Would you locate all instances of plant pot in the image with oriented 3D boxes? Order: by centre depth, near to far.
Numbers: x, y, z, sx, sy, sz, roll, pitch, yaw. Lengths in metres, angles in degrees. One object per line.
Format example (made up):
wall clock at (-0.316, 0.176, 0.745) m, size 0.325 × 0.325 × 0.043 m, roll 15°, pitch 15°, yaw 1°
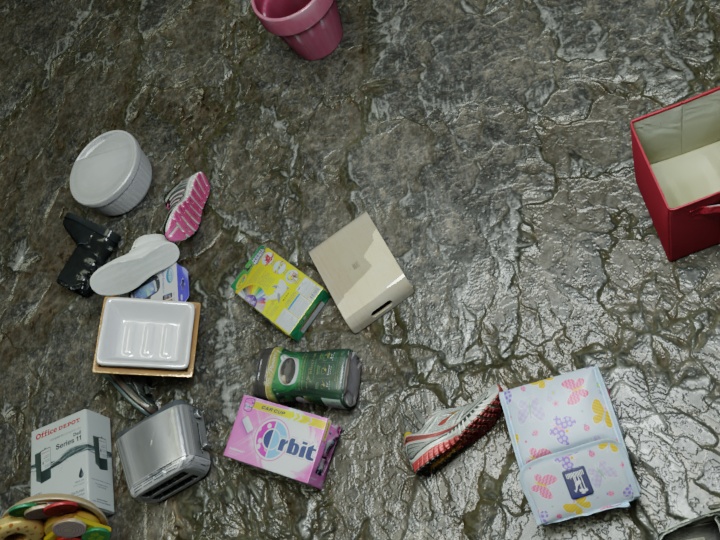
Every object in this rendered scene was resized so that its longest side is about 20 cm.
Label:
plant pot at (-0.130, -0.596, 1.729) m, size 0.195 × 0.179 × 0.205 m, roll -10°, pitch 62°, yaw 18°

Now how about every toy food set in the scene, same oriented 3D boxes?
toy food set at (-0.568, 0.476, 1.385) m, size 0.196 × 0.199 × 0.049 m, roll -36°, pitch 39°, yaw 22°
toy food set at (0.000, 0.000, 1.459) m, size 0.142 × 0.060 × 0.202 m, roll -33°, pitch 65°, yaw 4°

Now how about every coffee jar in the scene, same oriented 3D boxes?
coffee jar at (-0.101, 0.197, 1.383) m, size 0.195 × 0.085 × 0.107 m, roll 0°, pitch 67°, yaw 23°

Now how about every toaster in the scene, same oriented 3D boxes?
toaster at (-0.376, 0.348, 1.416) m, size 0.197 × 0.114 × 0.131 m, roll -29°, pitch 59°, yaw 6°

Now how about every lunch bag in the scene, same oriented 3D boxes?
lunch bag at (0.319, 0.268, 1.140) m, size 0.166 × 0.127 × 0.205 m, roll -18°, pitch 66°, yaw 17°

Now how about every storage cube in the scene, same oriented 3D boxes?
storage cube at (0.550, -0.154, 1.210) m, size 0.167 × 0.180 × 0.204 m, roll -19°, pitch 58°, yaw 14°

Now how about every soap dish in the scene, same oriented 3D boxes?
soap dish at (-0.430, 0.140, 1.520) m, size 0.194 × 0.082 × 0.161 m, roll 4°, pitch 64°, yaw -8°

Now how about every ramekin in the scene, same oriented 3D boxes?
ramekin at (-0.593, -0.227, 1.805) m, size 0.197 × 0.094 × 0.207 m, roll -10°, pitch 62°, yaw 20°

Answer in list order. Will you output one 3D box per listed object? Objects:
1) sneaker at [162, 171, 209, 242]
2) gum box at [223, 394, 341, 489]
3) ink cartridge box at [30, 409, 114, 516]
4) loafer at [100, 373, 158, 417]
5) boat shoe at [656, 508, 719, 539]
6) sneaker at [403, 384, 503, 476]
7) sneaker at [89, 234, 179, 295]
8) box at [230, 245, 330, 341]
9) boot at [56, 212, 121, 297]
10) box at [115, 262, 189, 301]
sneaker at (-0.405, -0.136, 1.680) m, size 0.086 × 0.074 × 0.203 m, roll -13°, pitch 44°, yaw 27°
gum box at (-0.138, 0.310, 1.354) m, size 0.195 × 0.066 × 0.116 m, roll 10°, pitch 71°, yaw 27°
ink cartridge box at (-0.577, 0.401, 1.496) m, size 0.144 × 0.083 × 0.204 m, roll -23°, pitch 58°, yaw 11°
loafer at (-0.474, 0.228, 1.546) m, size 0.198 × 0.072 × 0.063 m, roll 31°, pitch 74°, yaw 34°
boat shoe at (0.511, 0.368, 1.039) m, size 0.196 × 0.064 × 0.072 m, roll -21°, pitch 59°, yaw 13°
sneaker at (0.154, 0.251, 1.248) m, size 0.198 × 0.078 × 0.083 m, roll -37°, pitch 55°, yaw 3°
sneaker at (-0.500, -0.015, 1.645) m, size 0.196 × 0.075 × 0.115 m, roll -25°, pitch 25°, yaw -18°
box at (-0.167, 0.041, 1.513) m, size 0.198 × 0.048 × 0.118 m, roll 34°, pitch 83°, yaw 30°
boot at (-0.662, -0.036, 1.759) m, size 0.195 × 0.073 × 0.165 m, roll 20°, pitch 78°, yaw 30°
box at (-0.453, 0.066, 1.633) m, size 0.195 × 0.042 × 0.122 m, roll -19°, pitch 59°, yaw 12°
